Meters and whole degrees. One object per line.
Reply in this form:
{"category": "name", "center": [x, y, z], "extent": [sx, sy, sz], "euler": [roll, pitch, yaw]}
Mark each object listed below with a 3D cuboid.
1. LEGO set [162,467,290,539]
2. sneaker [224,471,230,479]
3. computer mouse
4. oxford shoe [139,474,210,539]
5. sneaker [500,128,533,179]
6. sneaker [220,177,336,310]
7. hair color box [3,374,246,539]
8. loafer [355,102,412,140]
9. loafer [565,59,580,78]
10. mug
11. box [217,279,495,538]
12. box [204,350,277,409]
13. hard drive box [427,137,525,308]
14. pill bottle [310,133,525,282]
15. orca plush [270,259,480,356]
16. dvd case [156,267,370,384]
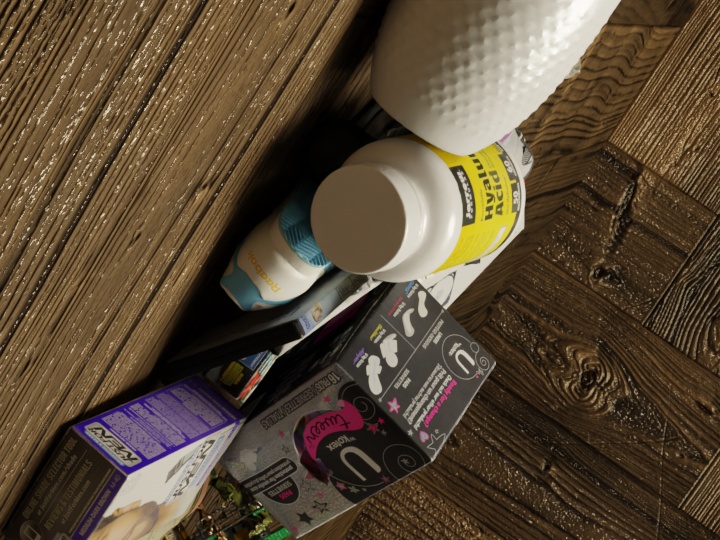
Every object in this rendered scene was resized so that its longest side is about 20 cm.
{"category": "LEGO set", "center": [-0.133, 0.197, 1.787], "extent": [0.200, 0.116, 0.154], "euler": [-31, 158, 2]}
{"category": "sneaker", "center": [-0.042, 0.150, 1.914], "extent": [0.200, 0.085, 0.077], "euler": [-53, 172, -3]}
{"category": "computer mouse", "center": [0.008, -0.079, 1.594], "extent": [0.059, 0.034, 0.200], "euler": [-53, 154, 8]}
{"category": "oxford shoe", "center": [-0.186, 0.201, 1.648], "extent": [0.074, 0.071, 0.200], "euler": [-33, 156, -56]}
{"category": "sneaker", "center": [0.113, -0.132, 1.712], "extent": [0.140, 0.078, 0.200], "euler": [51, 50, -43]}
{"category": "sneaker", "center": [-0.054, -0.021, 1.564], "extent": [0.081, 0.077, 0.200], "euler": [-38, 178, 19]}
{"category": "hair color box", "center": [-0.176, 0.156, 1.499], "extent": [0.109, 0.065, 0.200], "euler": [-56, 165, 20]}
{"category": "loafer", "center": [0.042, -0.119, 1.696], "extent": [0.200, 0.063, 0.072], "euler": [-42, 165, -56]}
{"category": "loafer", "center": [0.173, -0.235, 1.716], "extent": [0.200, 0.063, 0.072], "euler": [56, 27, -53]}
{"category": "mug", "center": [0.102, -0.182, 1.490], "extent": [0.176, 0.148, 0.200], "euler": [-55, 161, 15]}
{"category": "box", "center": [-0.008, 0.113, 1.588], "extent": [0.200, 0.115, 0.132], "euler": [-37, -168, 46]}
{"category": "box", "center": [-0.080, 0.070, 1.821], "extent": [0.137, 0.040, 0.200], "euler": [-53, 171, -7]}
{"category": "hard drive box", "center": [0.070, -0.039, 1.900], "extent": [0.200, 0.077, 0.156], "euler": [-46, 155, -22]}
{"category": "pill bottle", "center": [0.043, -0.050, 1.519], "extent": [0.111, 0.111, 0.200], "euler": [-59, 162, 22]}
{"category": "orca plush", "center": [0.000, 0.000, 1.702], "extent": [0.200, 0.071, 0.105], "euler": [-32, 157, 12]}
{"category": "dvd case", "center": [-0.063, 0.030, 1.590], "extent": [0.142, 0.018, 0.200], "euler": [-19, -168, 31]}
